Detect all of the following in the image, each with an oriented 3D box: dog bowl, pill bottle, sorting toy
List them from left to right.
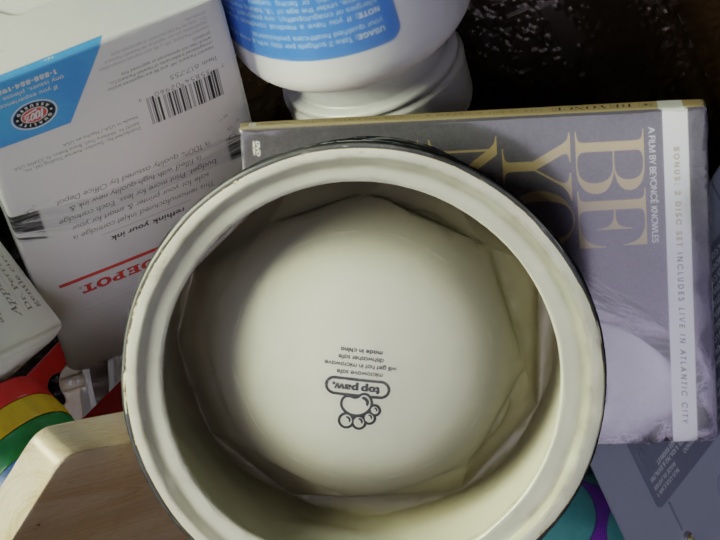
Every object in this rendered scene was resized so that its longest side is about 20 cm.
[{"bbox_3d":[-0.140,0.122,1.283,0.070,0.200,0.199,44,115,22],"label":"sorting toy"},{"bbox_3d":[-0.015,-0.147,1.206,0.112,0.113,0.201,-7,128,14],"label":"pill bottle"},{"bbox_3d":[0.002,0.035,1.184,0.199,0.074,0.201,1,107,2],"label":"dog bowl"}]

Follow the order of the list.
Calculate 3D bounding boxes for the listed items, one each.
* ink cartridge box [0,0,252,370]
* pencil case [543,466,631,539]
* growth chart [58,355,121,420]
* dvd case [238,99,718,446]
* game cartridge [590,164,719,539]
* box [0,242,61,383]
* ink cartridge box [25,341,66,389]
[{"bbox_3d":[-0.108,-0.055,1.254,0.115,0.068,0.200,-21,142,-8],"label":"ink cartridge box"},{"bbox_3d":[0.134,0.164,1.335,0.200,0.092,0.085,36,159,13],"label":"pencil case"},{"bbox_3d":[-0.080,0.057,1.356,0.144,0.018,0.201,7,104,15],"label":"growth chart"},{"bbox_3d":[0.052,0.005,1.219,0.199,0.016,0.150,-3,105,3],"label":"dvd case"},{"bbox_3d":[0.165,0.047,1.253,0.040,0.134,0.200,1,141,-28],"label":"game cartridge"},{"bbox_3d":[-0.275,0.017,1.227,0.200,0.131,0.199,-39,86,21],"label":"box"},{"bbox_3d":[-0.087,0.118,1.403,0.200,0.047,0.160,39,117,-12],"label":"ink cartridge box"}]
